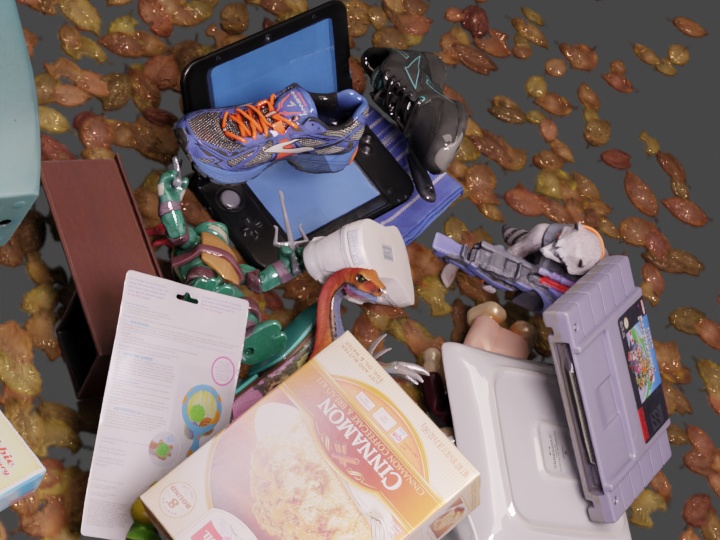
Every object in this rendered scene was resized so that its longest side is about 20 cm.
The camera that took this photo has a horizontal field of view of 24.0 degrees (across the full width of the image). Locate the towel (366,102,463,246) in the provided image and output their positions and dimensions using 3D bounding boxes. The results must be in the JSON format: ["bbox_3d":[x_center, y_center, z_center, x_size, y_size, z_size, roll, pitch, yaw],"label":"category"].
[{"bbox_3d":[0.000,-0.115,1.672,0.200,0.024,0.145,43,43,6],"label":"towel"}]

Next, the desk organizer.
[{"bbox_3d":[-0.217,0.004,1.400,0.077,0.072,0.201,-4,57,-32],"label":"desk organizer"}]

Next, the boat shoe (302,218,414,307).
[{"bbox_3d":[0.000,0.000,1.509,0.200,0.068,0.072,8,71,-76],"label":"boat shoe"}]

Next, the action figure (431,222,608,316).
[{"bbox_3d":[0.150,-0.015,1.560,0.199,0.193,0.105,27,74,-20],"label":"action figure"}]

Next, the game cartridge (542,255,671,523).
[{"bbox_3d":[0.220,0.101,1.473,0.129,0.038,0.201,-34,115,-44],"label":"game cartridge"}]

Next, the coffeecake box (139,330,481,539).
[{"bbox_3d":[-0.035,0.169,1.242,0.200,0.073,0.154,-38,67,-14],"label":"coffeecake box"}]

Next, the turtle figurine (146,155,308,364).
[{"bbox_3d":[-0.118,-0.009,1.448,0.149,0.101,0.200,21,28,-22],"label":"turtle figurine"}]

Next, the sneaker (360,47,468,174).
[{"bbox_3d":[0.048,-0.158,1.639,0.079,0.076,0.200,19,26,-21],"label":"sneaker"}]

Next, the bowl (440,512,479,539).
[{"bbox_3d":[-0.005,0.241,1.294,0.200,0.091,0.202,-2,62,4],"label":"bowl"}]

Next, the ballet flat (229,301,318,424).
[{"bbox_3d":[-0.073,0.105,1.419,0.071,0.069,0.200,54,47,-8],"label":"ballet flat"}]

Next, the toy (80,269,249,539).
[{"bbox_3d":[-0.159,0.111,1.311,0.115,0.047,0.201,16,76,-38],"label":"toy"}]

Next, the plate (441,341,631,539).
[{"bbox_3d":[0.164,0.163,1.486,0.199,0.032,0.201,13,58,-39],"label":"plate"}]

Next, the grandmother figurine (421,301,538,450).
[{"bbox_3d":[0.103,0.119,1.520,0.121,0.061,0.200,26,46,7],"label":"grandmother figurine"}]

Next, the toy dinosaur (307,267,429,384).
[{"bbox_3d":[-0.017,0.094,1.383,0.199,0.105,0.182,-16,86,-39],"label":"toy dinosaur"}]

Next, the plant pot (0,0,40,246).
[{"bbox_3d":[-0.344,-0.123,1.380,0.141,0.141,0.201,-8,66,-37],"label":"plant pot"}]

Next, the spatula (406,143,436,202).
[{"bbox_3d":[0.055,-0.125,1.684,0.056,0.021,0.201,24,32,-24],"label":"spatula"}]

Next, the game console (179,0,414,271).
[{"bbox_3d":[-0.053,-0.124,1.557,0.199,0.117,0.176,-29,72,-33],"label":"game console"}]

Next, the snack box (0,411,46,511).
[{"bbox_3d":[-0.340,0.106,1.259,0.116,0.037,0.200,-28,72,-43],"label":"snack box"}]

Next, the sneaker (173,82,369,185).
[{"bbox_3d":[-0.075,-0.129,1.472,0.199,0.079,0.076,-12,61,-40],"label":"sneaker"}]
